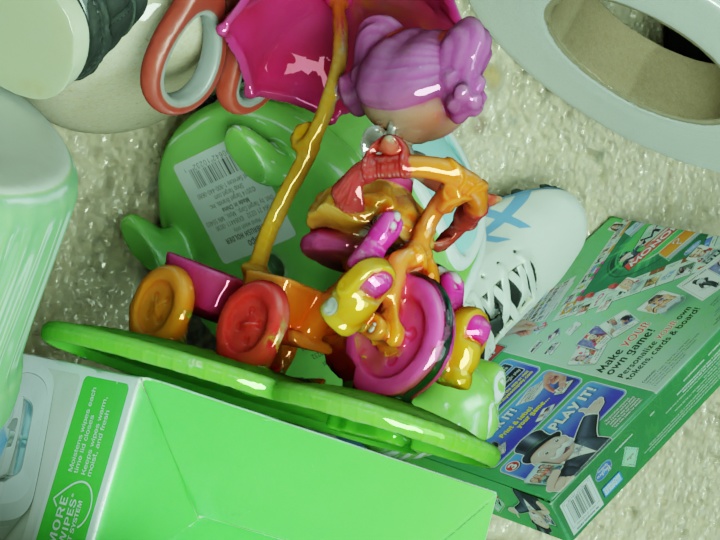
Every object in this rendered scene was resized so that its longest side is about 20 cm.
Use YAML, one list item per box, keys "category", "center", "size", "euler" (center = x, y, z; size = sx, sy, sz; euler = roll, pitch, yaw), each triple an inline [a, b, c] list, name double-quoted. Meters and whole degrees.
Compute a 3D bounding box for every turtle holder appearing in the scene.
- category: "turtle holder"
  center: [0.001, -0.009, 0.895]
  size: [0.132, 0.185, 0.141]
  euler: [-37, 162, -45]

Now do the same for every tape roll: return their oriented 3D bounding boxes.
- category: "tape roll"
  center: [0.145, -0.115, 0.975]
  size: [0.203, 0.203, 0.037]
  euler: [40, 73, -36]

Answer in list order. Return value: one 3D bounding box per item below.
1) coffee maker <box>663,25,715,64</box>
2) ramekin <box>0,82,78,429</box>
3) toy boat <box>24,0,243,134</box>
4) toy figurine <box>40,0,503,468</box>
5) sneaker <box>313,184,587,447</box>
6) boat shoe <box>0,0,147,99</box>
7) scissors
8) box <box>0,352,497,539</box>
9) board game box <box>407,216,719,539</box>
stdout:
- category: "coffee maker"
  center: [0.214, -0.170, 1.082]
  size: [0.192, 0.135, 0.200]
  euler: [-6, 101, -17]
- category: "ramekin"
  center: [-0.198, -0.028, 0.702]
  size: [0.200, 0.200, 0.098]
  euler: [13, 112, -39]
- category: "toy boat"
  center: [-0.079, -0.148, 0.859]
  size: [0.200, 0.130, 0.131]
  euler: [-29, 85, -32]
- category: "toy figurine"
  center: [-0.006, -0.036, 0.736]
  size: [0.150, 0.200, 0.184]
  euler: [22, 81, -40]
- category: "sneaker"
  center: [0.050, 0.027, 1.004]
  size: [0.200, 0.072, 0.072]
  euler: [-37, 129, -26]
- category: "boat shoe"
  center: [-0.173, -0.141, 0.756]
  size: [0.063, 0.201, 0.074]
  euler: [-49, 170, -48]
- category: "scissors"
  center: [-0.048, -0.147, 0.753]
  size: [0.073, 0.014, 0.200]
  euler: [-18, 127, -39]
- category: "box"
  center: [-0.078, 0.106, 0.850]
  size: [0.200, 0.176, 0.097]
  euler: [22, 80, -38]
- category: "board game box"
  center: [0.119, 0.048, 1.026]
  size: [0.200, 0.134, 0.029]
  euler: [-42, 121, -25]
